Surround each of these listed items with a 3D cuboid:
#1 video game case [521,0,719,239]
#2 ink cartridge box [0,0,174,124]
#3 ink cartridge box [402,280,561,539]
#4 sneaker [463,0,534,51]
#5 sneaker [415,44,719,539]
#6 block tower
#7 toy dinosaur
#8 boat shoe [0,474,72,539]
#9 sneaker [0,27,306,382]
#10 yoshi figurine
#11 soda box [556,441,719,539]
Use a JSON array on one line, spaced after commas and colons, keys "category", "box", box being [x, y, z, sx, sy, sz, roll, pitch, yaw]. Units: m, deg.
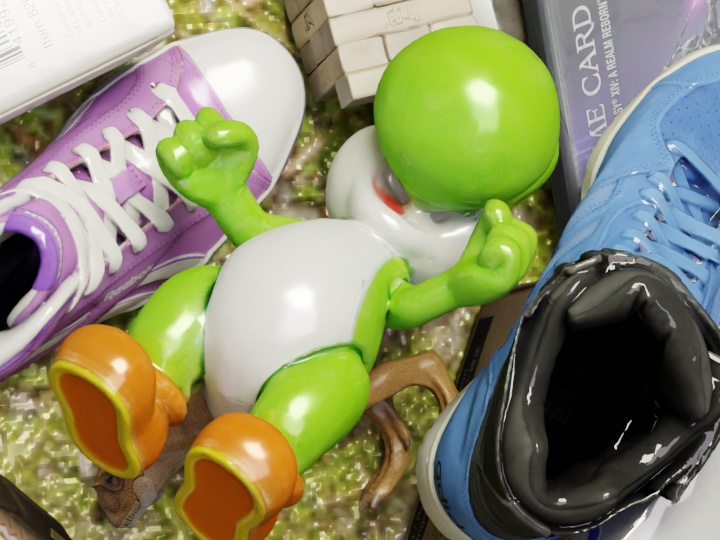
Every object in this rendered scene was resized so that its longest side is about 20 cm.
[{"category": "video game case", "box": [0.157, -0.078, 0.917, 0.199, 0.019, 0.144, -22, 122, -16]}, {"category": "ink cartridge box", "box": [-0.184, -0.098, 0.818, 0.199, 0.083, 0.147, -27, 95, -16]}, {"category": "ink cartridge box", "box": [0.116, 0.116, 0.899, 0.199, 0.075, 0.166, 22, 80, -13]}, {"category": "sneaker", "box": [0.106, -0.155, 0.895, 0.082, 0.077, 0.201, 24, 77, 27]}, {"category": "sneaker", "box": [0.098, 0.005, 0.806, 0.077, 0.111, 0.200, 40, 76, -8]}, {"category": "block tower", "box": [-0.012, -0.157, 0.882, 0.054, 0.058, 0.201, -15, 86, -14]}, {"category": "toy dinosaur", "box": [-0.008, 0.024, 0.876, 0.106, 0.060, 0.200, 45, 76, -8]}, {"category": "boat shoe", "box": [-0.097, 0.145, 0.845, 0.200, 0.072, 0.076, 43, 93, -6]}, {"category": "sneaker", "box": [-0.087, -0.016, 0.827, 0.200, 0.114, 0.073, -40, 96, -16]}, {"category": "yoshi figurine", "box": [-0.003, -0.012, 0.793, 0.200, 0.112, 0.113, -45, 112, -31]}, {"category": "soda box", "box": [0.113, 0.093, 0.828, 0.068, 0.063, 0.200, 43, 76, -9]}]
